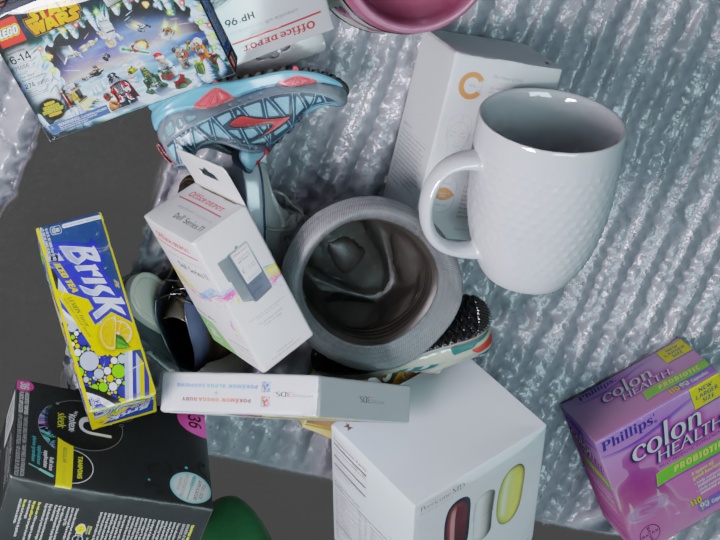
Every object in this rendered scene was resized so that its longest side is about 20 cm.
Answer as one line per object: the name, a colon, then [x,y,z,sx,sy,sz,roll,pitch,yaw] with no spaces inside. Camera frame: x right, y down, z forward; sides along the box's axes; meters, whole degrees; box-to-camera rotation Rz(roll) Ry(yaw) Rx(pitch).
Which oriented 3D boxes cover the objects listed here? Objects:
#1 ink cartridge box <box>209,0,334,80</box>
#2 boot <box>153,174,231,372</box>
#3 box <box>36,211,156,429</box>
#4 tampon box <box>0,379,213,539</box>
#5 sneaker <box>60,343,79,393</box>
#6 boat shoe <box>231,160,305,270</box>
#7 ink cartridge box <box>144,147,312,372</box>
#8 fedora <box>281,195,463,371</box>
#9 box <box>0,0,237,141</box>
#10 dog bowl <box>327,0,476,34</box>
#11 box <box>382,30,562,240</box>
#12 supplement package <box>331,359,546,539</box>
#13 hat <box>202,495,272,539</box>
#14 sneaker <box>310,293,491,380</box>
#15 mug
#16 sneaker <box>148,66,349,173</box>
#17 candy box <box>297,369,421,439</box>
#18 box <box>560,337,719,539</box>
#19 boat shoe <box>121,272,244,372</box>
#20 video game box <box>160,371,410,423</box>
ink cartridge box: [-0.099,-0.277,1.429,0.116,0.068,0.200,-22,120,-9]
boot: [-0.165,0.009,1.503,0.097,0.075,0.200,-43,128,-46]
box: [-0.261,0.049,1.451,0.070,0.200,0.064,-15,162,-14]
tampon box: [-0.261,0.218,1.470,0.200,0.150,0.126,12,121,-18]
sneaker: [-0.249,0.134,1.558,0.129,0.079,0.199,6,112,-25]
boat shoe: [-0.081,-0.037,1.545,0.086,0.075,0.202,-15,121,-13]
ink cartridge box: [-0.136,-0.011,1.416,0.067,0.117,0.200,-36,120,-18]
fedora: [0.000,0.000,1.516,0.200,0.090,0.177,34,99,-31]
box: [-0.234,-0.216,1.385,0.200,0.040,0.137,-19,120,12]
dog bowl: [0.048,-0.324,1.460,0.200,0.074,0.200,-9,116,-18]
box: [0.115,-0.141,1.557,0.124,0.097,0.200,5,112,-23]
supplement package: [0.085,0.238,1.642,0.191,0.147,0.200,-27,139,-26]
hat: [-0.161,0.274,1.693,0.165,0.176,0.200,-2,152,-22]
sneaker: [0.049,0.091,1.591,0.199,0.070,0.093,-16,146,3]
mug: [0.153,-0.071,1.465,0.200,0.148,0.176,-5,123,-18]
sneaker: [-0.106,-0.145,1.469,0.200,0.079,0.096,-10,88,-7]
candy box: [0.023,0.105,1.661,0.115,0.055,0.200,27,103,-28]
box: [0.370,0.219,1.823,0.176,0.097,0.200,-28,120,-7]
boat shoe: [-0.198,0.073,1.572,0.062,0.073,0.200,-11,138,34]
video game box: [-0.072,0.130,1.498,0.200,0.182,0.047,14,79,-62]
